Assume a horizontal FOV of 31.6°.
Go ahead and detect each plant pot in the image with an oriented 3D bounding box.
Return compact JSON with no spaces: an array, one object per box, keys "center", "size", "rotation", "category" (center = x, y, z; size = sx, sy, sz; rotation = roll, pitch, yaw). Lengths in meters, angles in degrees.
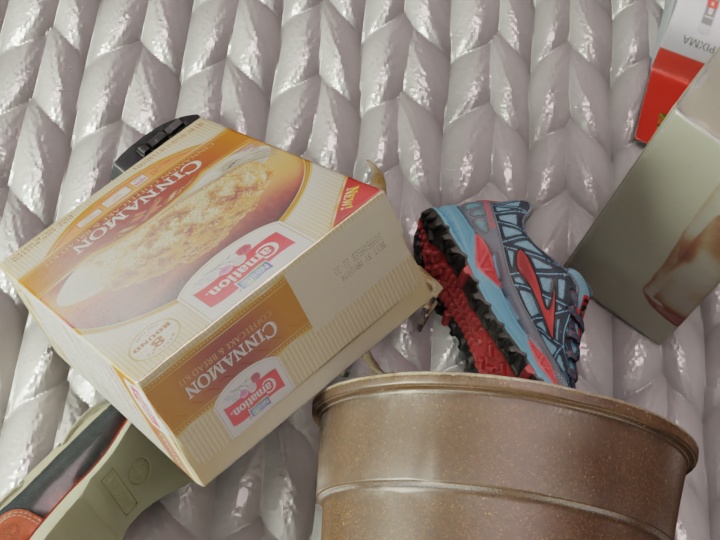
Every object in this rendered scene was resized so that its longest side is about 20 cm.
[{"center":[0.060,0.175,0.626],"size":[0.199,0.200,0.200],"rotation":[10,70,-5],"category":"plant pot"}]

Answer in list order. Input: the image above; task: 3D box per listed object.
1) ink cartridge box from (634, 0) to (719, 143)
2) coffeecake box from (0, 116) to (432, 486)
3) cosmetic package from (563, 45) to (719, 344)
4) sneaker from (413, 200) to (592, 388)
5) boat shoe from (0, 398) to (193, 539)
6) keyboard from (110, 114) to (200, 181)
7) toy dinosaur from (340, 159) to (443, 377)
[{"center":[0.299,-0.159,0.939],"size":[0.161,0.050,0.201],"rotation":[20,58,0],"category":"ink cartridge box"},{"center":[-0.084,0.005,0.685],"size":[0.153,0.073,0.200],"rotation":[-38,34,-18],"category":"coffeecake box"},{"center":[0.211,-0.050,0.781],"size":[0.087,0.200,0.103],"rotation":[37,64,8],"category":"cosmetic package"},{"center":[0.112,0.035,0.788],"size":[0.095,0.079,0.201],"rotation":[-16,68,-20],"category":"sneaker"},{"center":[-0.139,0.107,0.713],"size":[0.062,0.071,0.200],"rotation":[9,45,39],"category":"boat shoe"},{"center":[-0.080,-0.011,0.808],"size":[0.200,0.021,0.127],"rotation":[39,63,11],"category":"keyboard"},{"center":[0.000,0.000,0.779],"size":[0.101,0.058,0.200],"rotation":[30,55,5],"category":"toy dinosaur"}]
